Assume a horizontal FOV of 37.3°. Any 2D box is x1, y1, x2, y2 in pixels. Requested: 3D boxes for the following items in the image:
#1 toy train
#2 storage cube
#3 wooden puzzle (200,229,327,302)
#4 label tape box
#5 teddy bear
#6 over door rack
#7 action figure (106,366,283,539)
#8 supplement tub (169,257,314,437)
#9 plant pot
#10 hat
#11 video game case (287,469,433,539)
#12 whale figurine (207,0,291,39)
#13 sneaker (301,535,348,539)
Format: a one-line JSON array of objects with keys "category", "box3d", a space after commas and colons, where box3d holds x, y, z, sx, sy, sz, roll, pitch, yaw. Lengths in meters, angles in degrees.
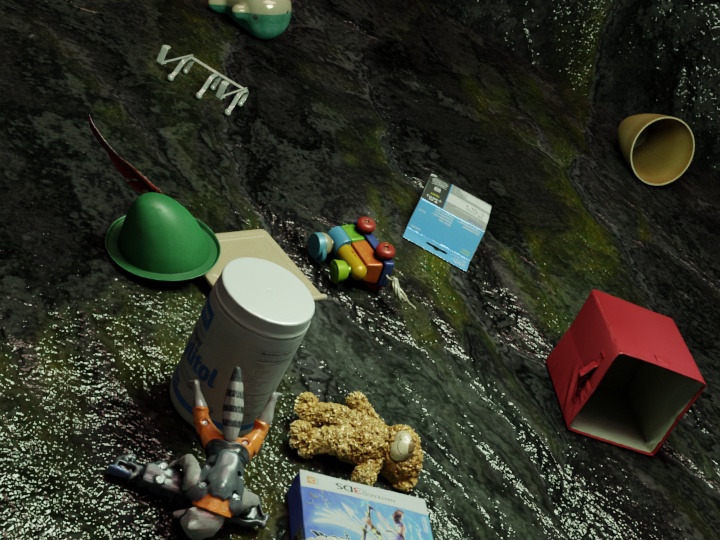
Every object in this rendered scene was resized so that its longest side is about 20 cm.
[{"category": "toy train", "box3d": [0.000, 0.000, 1.773, 0.114, 0.085, 0.201, -7, 44, -31]}, {"category": "storage cube", "box3d": [0.438, 0.169, 1.788, 0.197, 0.172, 0.181, 19, 30, -16]}, {"category": "wooden puzzle", "box3d": [-0.174, 0.004, 1.659, 0.183, 0.038, 0.200, -8, 41, -46]}, {"category": "label tape box", "box3d": [0.174, -0.097, 2.085, 0.143, 0.064, 0.201, 28, 29, -1]}, {"category": "teddy bear", "box3d": [-0.003, 0.224, 1.426, 0.198, 0.067, 0.145, 30, 32, 3]}, {"category": "over door rack", "box3d": [-0.308, -0.364, 2.062, 0.146, 0.067, 0.200, 30, 8, 3]}, {"category": "action figure", "box3d": [-0.184, 0.214, 1.229, 0.197, 0.105, 0.196, 15, 57, -14]}, {"category": "supplement tub", "box3d": [-0.152, 0.100, 1.351, 0.130, 0.202, 0.133, 20, 30, -12]}, {"category": "plant pot", "box3d": [0.790, -0.356, 2.932, 0.184, 0.189, 0.200, 18, 18, -18]}, {"category": "hat", "box3d": [-0.288, -0.103, 1.545, 0.197, 0.178, 0.167, -3, 41, -24]}, {"category": "video game case", "box3d": [0.007, 0.342, 1.273, 0.179, 0.046, 0.201, 17, 32, -19]}, {"category": "whale figurine", "box3d": [-0.256, -0.597, 2.484, 0.197, 0.105, 0.159, 10, 25, 19]}, {"category": "sneaker", "box3d": [-0.071, 0.341, 1.139, 0.196, 0.075, 0.083, -9, 50, 6]}]
